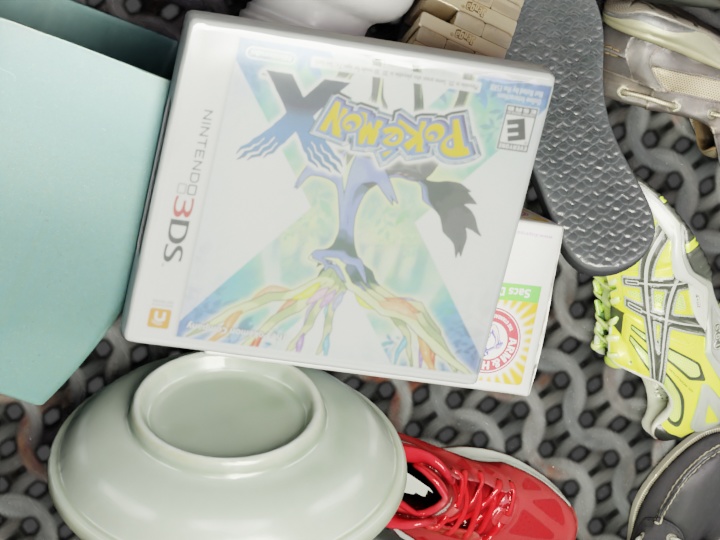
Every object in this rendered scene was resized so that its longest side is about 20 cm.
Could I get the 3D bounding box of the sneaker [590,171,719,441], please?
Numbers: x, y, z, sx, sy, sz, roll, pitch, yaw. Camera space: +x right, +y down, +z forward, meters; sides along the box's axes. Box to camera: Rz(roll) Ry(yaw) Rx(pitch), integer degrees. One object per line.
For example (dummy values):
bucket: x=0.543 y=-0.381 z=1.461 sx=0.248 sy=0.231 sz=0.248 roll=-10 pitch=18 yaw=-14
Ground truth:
sneaker: x=0.170 y=0.018 z=1.686 sx=0.076 sy=0.075 sz=0.200 roll=-34 pitch=108 yaw=-8

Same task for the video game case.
video game case: x=-0.013 y=-0.035 z=1.490 sx=0.200 sy=0.022 sz=0.183 roll=8 pitch=111 yaw=-16

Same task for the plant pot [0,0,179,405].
plant pot: x=-0.184 y=-0.041 z=1.532 sx=0.141 sy=0.141 sz=0.200 roll=20 pitch=101 yaw=-20

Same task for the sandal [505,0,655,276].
sandal: x=0.113 y=-0.091 z=1.636 sx=0.076 sy=0.043 sz=0.200 roll=-13 pitch=80 yaw=-6

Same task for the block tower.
block tower: x=0.052 y=-0.131 z=1.571 sx=0.054 sy=0.058 sz=0.200 roll=24 pitch=63 yaw=-10

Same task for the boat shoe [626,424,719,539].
boat shoe: x=0.192 y=0.190 z=1.735 sx=0.073 sy=0.063 sz=0.200 roll=31 pitch=91 yaw=-21

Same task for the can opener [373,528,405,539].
can opener: x=-0.057 y=0.143 z=1.604 sx=0.200 sy=0.066 sz=0.053 roll=26 pitch=109 yaw=17

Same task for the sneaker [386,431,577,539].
sneaker: x=0.052 y=0.142 z=1.653 sx=0.200 sy=0.116 sz=0.078 roll=18 pitch=96 yaw=-20

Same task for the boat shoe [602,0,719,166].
boat shoe: x=0.224 y=-0.101 z=1.685 sx=0.200 sy=0.075 sz=0.073 roll=23 pitch=104 yaw=-12

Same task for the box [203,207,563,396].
box: x=0.000 y=0.000 z=1.609 sx=0.200 sy=0.112 sz=0.102 roll=8 pitch=99 yaw=-20

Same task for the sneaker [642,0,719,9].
sneaker: x=0.236 y=-0.207 z=1.645 sx=0.201 sy=0.067 sz=0.108 roll=-4 pitch=102 yaw=-36

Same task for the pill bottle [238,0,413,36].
pill bottle: x=-0.002 y=-0.209 z=1.566 sx=0.104 sy=0.104 sz=0.200 roll=20 pitch=95 yaw=-20

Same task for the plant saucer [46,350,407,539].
plant saucer: x=-0.073 y=0.093 z=1.552 sx=0.200 sy=0.200 sz=0.050 roll=-8 pitch=125 yaw=-16
